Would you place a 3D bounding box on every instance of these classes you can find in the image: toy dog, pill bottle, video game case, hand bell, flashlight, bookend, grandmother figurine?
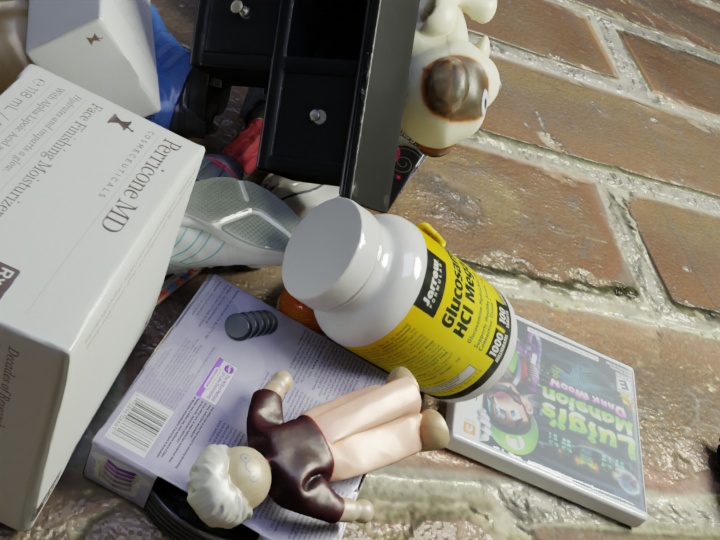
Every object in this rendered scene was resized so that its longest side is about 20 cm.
[{"bbox_3d":[0.048,-0.209,0.794,0.193,0.140,0.201,-29,69,-25],"label":"toy dog"},{"bbox_3d":[0.034,0.025,0.690,0.199,0.112,0.113,33,33,-40],"label":"pill bottle"},{"bbox_3d":[0.177,0.126,0.798,0.198,0.023,0.183,24,42,-8],"label":"video game case"},{"bbox_3d":[-0.269,-0.125,0.727,0.103,0.104,0.201,-16,64,-40],"label":"hand bell"},{"bbox_3d":[-0.110,-0.113,0.798,0.067,0.069,0.201,7,40,22],"label":"flashlight"},{"bbox_3d":[-0.065,-0.166,0.726,0.198,0.201,0.092,10,1,22],"label":"bookend"},{"bbox_3d":[-0.033,0.120,0.581,0.199,0.061,0.121,-15,51,-42],"label":"grandmother figurine"}]

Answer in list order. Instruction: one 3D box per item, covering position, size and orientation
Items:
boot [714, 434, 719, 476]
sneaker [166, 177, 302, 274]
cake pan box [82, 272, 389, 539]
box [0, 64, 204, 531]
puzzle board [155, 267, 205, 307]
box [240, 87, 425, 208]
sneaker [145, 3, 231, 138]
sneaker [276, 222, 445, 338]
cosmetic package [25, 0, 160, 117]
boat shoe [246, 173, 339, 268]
[{"bbox_3d":[0.440,0.195,0.856,0.161,0.074,0.199,19,43,-8],"label":"boot"},{"bbox_3d":[-0.141,-0.032,0.690,0.198,0.081,0.071,10,46,-15],"label":"sneaker"},{"bbox_3d":[-0.080,0.117,0.634,0.183,0.053,0.201,27,41,-2],"label":"cake pan box"},{"bbox_3d":[-0.212,0.017,0.538,0.130,0.201,0.200,25,41,-6],"label":"box"},{"bbox_3d":[-0.189,-0.058,0.763,0.150,0.017,0.200,37,42,7],"label":"puzzle board"},{"bbox_3d":[-0.009,-0.183,0.918,0.199,0.115,0.132,33,44,3],"label":"box"},{"bbox_3d":[-0.183,-0.200,0.840,0.110,0.077,0.201,1,44,-12],"label":"sneaker"},{"bbox_3d":[0.000,0.000,0.776,0.073,0.077,0.199,46,45,14],"label":"sneaker"},{"bbox_3d":[-0.236,-0.226,0.747,0.071,0.102,0.201,-21,50,5],"label":"cosmetic package"},{"bbox_3d":[-0.065,-0.068,0.806,0.065,0.072,0.200,37,43,14],"label":"boat shoe"}]
